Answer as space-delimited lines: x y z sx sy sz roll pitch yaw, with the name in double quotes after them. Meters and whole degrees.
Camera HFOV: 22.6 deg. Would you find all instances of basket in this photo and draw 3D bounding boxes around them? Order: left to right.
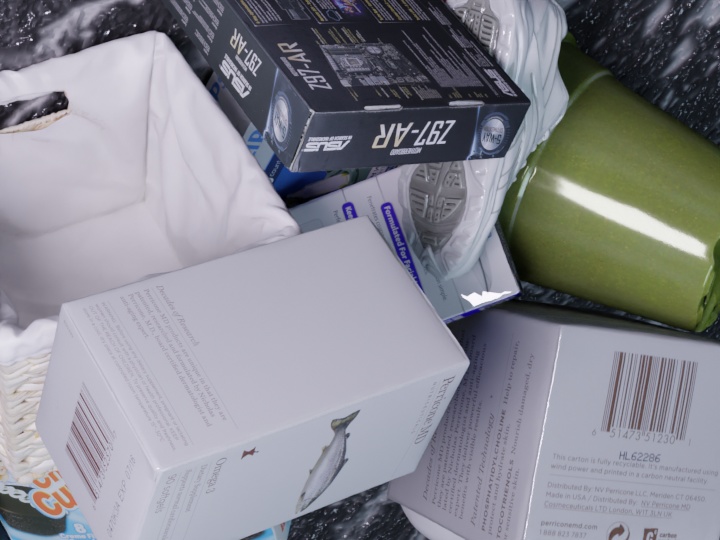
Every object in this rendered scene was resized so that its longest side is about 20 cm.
-0.169 -0.011 1.108 0.198 0.200 0.161 -20 148 -24 "basket"

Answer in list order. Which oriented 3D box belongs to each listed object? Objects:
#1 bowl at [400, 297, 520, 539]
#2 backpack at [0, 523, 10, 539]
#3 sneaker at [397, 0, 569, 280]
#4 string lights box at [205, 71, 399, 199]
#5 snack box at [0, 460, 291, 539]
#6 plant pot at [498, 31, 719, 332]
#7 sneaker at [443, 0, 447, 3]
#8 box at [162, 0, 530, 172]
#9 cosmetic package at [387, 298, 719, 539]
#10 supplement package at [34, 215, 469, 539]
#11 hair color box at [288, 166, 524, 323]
0.079 0.119 1.489 0.200 0.074 0.201 -41 141 -79 "bowl"
-0.304 0.302 1.409 0.183 0.147 0.200 -37 149 6 "backpack"
0.091 -0.086 1.152 0.099 0.078 0.200 -5 120 -43 "sneaker"
-0.016 -0.104 1.245 0.200 0.059 0.103 -1 135 -41 "string lights box"
-0.156 0.140 1.207 0.199 0.037 0.116 -3 131 18 "snack box"
0.190 -0.049 1.314 0.200 0.190 0.200 -51 156 -33 "plant pot"
0.053 -0.176 1.184 0.200 0.077 0.073 -63 172 5 "sneaker"
-0.017 -0.141 1.073 0.160 0.200 0.044 -7 136 -36 "box"
0.145 0.112 1.293 0.167 0.200 0.167 8 94 -26 "cosmetic package"
-0.062 0.068 1.008 0.200 0.117 0.117 -18 148 -30 "supplement package"
0.000 0.000 1.230 0.200 0.110 0.065 -20 174 8 "hair color box"
